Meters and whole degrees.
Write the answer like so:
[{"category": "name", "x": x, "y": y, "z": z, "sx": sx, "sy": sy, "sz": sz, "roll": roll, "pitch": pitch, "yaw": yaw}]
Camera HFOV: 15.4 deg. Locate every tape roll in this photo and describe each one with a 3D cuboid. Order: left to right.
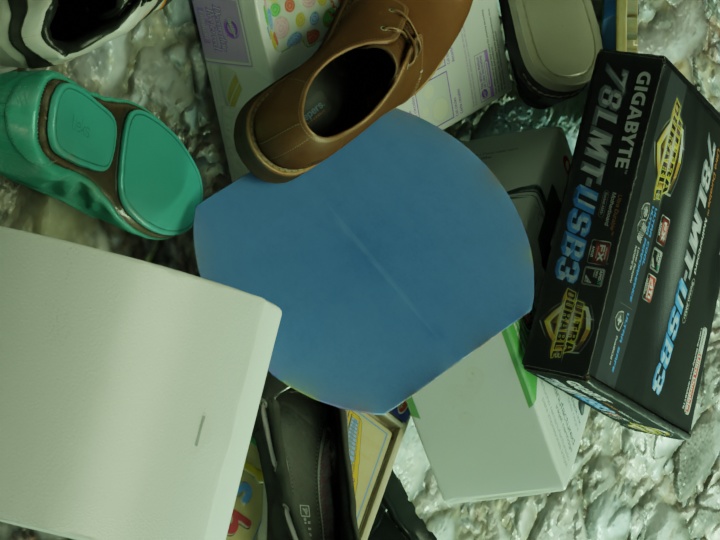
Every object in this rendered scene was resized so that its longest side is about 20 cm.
[{"category": "tape roll", "x": -0.152, "y": 0.062, "z": 1.357, "sx": 0.203, "sy": 0.203, "sz": 0.139, "roll": 20, "pitch": 83, "yaw": -47}]

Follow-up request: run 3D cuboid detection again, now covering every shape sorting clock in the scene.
[{"category": "shape sorting clock", "x": 0.172, "y": -0.120, "z": 1.723, "sx": 0.200, "sy": 0.039, "sz": 0.200, "roll": 4, "pitch": 90, "yaw": -86}]

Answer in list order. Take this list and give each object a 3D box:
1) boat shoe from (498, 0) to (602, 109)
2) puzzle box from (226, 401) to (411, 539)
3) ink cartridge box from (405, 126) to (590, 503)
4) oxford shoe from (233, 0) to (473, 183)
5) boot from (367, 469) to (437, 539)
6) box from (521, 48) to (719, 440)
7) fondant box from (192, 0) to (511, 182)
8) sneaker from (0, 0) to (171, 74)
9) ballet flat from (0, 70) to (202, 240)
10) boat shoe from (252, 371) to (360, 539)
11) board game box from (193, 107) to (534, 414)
[{"category": "boat shoe", "x": 0.105, "y": -0.196, "z": 1.677, "sx": 0.073, "sy": 0.063, "sz": 0.200, "roll": -3, "pitch": 70, "yaw": -17}, {"category": "puzzle box", "x": -0.041, "y": 0.105, "z": 1.553, "sx": 0.133, "sy": 0.025, "sz": 0.200, "roll": 38, "pitch": 54, "yaw": -27}, {"category": "ink cartridge box", "x": 0.089, "y": 0.024, "z": 1.642, "sx": 0.200, "sy": 0.083, "sz": 0.147, "roll": -67, "pitch": 142, "yaw": -52}, {"category": "oxford shoe", "x": 0.015, "y": -0.123, "z": 1.506, "sx": 0.071, "sy": 0.071, "sz": 0.200, "roll": 48, "pitch": 57, "yaw": -13}, {"category": "boot", "x": -0.018, "y": 0.210, "z": 1.619, "sx": 0.162, "sy": 0.073, "sz": 0.198, "roll": -49, "pitch": 121, "yaw": -33}, {"category": "box", "x": 0.173, "y": -0.011, "z": 1.621, "sx": 0.198, "sy": 0.050, "sz": 0.200, "roll": 31, "pitch": 71, "yaw": -61}, {"category": "fondant box", "x": -0.002, "y": -0.140, "z": 1.588, "sx": 0.200, "sy": 0.058, "sz": 0.144, "roll": -32, "pitch": 119, "yaw": -41}, {"category": "sneaker", "x": -0.129, "y": -0.157, "z": 1.435, "sx": 0.200, "sy": 0.080, "sz": 0.074, "roll": -39, "pitch": 121, "yaw": -38}, {"category": "ballet flat", "x": -0.152, "y": -0.065, "z": 1.423, "sx": 0.200, "sy": 0.070, "sz": 0.067, "roll": 33, "pitch": 65, "yaw": -66}, {"category": "boat shoe", "x": -0.029, "y": 0.098, "z": 1.509, "sx": 0.067, "sy": 0.057, "sz": 0.200, "roll": 4, "pitch": 73, "yaw": -40}, {"category": "board game box", "x": 0.000, "y": 0.000, "z": 1.509, "sx": 0.200, "sy": 0.039, "sz": 0.158, "roll": -34, "pitch": 78, "yaw": -30}]
